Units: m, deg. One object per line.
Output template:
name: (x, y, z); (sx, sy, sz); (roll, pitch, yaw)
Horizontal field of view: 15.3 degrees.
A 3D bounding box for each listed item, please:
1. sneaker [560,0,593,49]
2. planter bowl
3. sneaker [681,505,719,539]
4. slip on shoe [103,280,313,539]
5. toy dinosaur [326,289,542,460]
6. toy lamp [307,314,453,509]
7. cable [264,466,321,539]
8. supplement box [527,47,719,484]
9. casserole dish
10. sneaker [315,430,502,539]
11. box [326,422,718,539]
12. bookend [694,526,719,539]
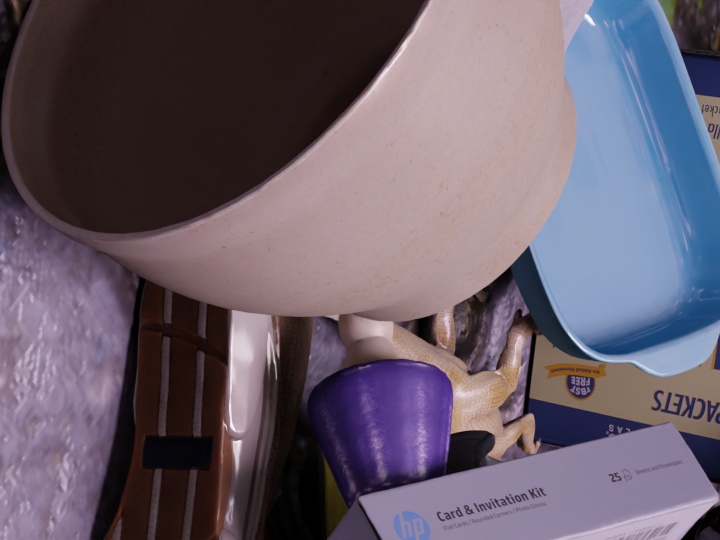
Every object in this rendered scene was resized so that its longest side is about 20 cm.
sneaker: (0.040, -0.116, 1.075); (0.070, 0.099, 0.201); (-17, 138, -30)
planter bowl: (-0.007, -0.063, 0.936); (0.135, 0.200, 0.201); (41, 65, -39)
sneaker: (0.178, 0.190, 1.283); (0.076, 0.115, 0.200); (-51, -178, -41)
slip on shoe: (-0.059, 0.090, 1.039); (0.060, 0.076, 0.201); (11, 82, -49)
toy dinosaur: (0.043, 0.053, 1.187); (0.101, 0.058, 0.200); (-57, 140, -27)
toy lamp: (0.000, 0.000, 1.028); (0.058, 0.058, 0.201); (33, 41, -53)
cable: (-0.018, 0.140, 1.157); (0.200, 0.050, 0.098); (25, 61, -67)
supplement box: (0.198, -0.006, 1.325); (0.199, 0.134, 0.201); (-3, 101, -55)
casserole dish: (0.102, -0.047, 1.198); (0.121, 0.039, 0.201); (-17, 86, -35)
sneaker: (0.049, 0.130, 1.146); (0.200, 0.084, 0.075); (51, 34, -54)
box: (0.029, 0.143, 1.041); (0.155, 0.041, 0.200); (-10, 147, -35)
bookend: (0.118, 0.250, 1.150); (0.198, 0.092, 0.200); (-36, 141, -20)
